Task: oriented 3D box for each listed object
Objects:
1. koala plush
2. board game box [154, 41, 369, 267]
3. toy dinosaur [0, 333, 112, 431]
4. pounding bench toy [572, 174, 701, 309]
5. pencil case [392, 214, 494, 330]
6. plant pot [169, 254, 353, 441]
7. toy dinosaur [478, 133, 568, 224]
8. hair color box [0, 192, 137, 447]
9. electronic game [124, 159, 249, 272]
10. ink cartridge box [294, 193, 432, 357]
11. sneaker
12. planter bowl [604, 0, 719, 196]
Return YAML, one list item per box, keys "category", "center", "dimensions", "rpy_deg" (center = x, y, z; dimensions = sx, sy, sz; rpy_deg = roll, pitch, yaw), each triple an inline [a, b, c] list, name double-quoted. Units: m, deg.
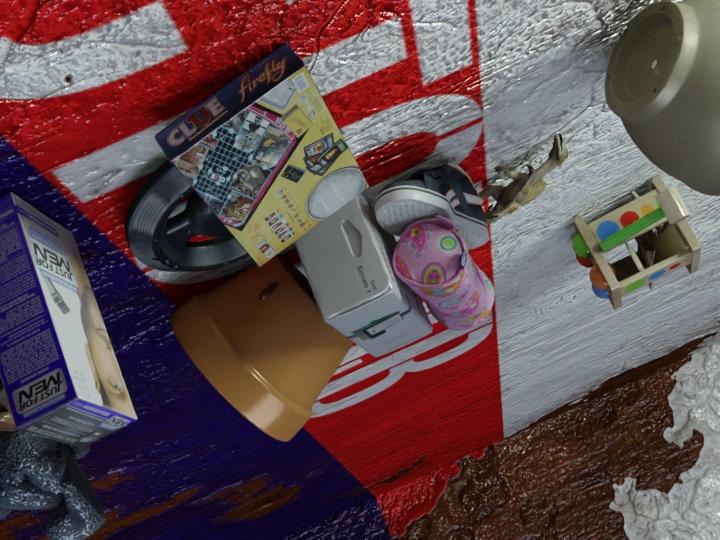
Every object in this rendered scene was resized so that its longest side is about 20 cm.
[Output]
- category: "koala plush"
  center: [-0.446, 0.250, 1.259]
  dimensions: [0.200, 0.178, 0.184]
  rpy_deg: [-22, 141, -2]
- category: "board game box"
  center: [-0.080, -0.095, 0.920]
  dimensions: [0.135, 0.035, 0.200]
  rpy_deg: [-36, 150, -3]
- category: "toy dinosaur"
  center: [-0.370, 0.139, 1.161]
  dimensions: [0.200, 0.086, 0.136]
  rpy_deg: [-27, 156, -1]
- category: "pounding bench toy"
  center: [0.391, -0.045, 1.497]
  dimensions: [0.156, 0.124, 0.200]
  rpy_deg: [-26, 159, 7]
- category: "pencil case"
  center: [0.097, 0.006, 1.154]
  dimensions: [0.087, 0.088, 0.200]
  rpy_deg: [-27, 157, 7]
- category: "plant pot"
  center: [-0.101, 0.075, 1.193]
  dimensions: [0.140, 0.200, 0.200]
  rpy_deg: [-44, 157, 3]
- category: "toy dinosaur"
  center: [0.180, -0.086, 1.265]
  dimensions: [0.101, 0.058, 0.200]
  rpy_deg: [-7, 153, -40]
- category: "hair color box"
  center: [-0.270, 0.044, 0.890]
  dimensions: [0.065, 0.200, 0.109]
  rpy_deg: [-25, 159, 5]
- category: "electronic game"
  center: [-0.131, -0.066, 0.999]
  dimensions: [0.200, 0.042, 0.200]
  rpy_deg: [-25, 154, -13]
- category: "ink cartridge box"
  center: [0.000, 0.000, 1.154]
  dimensions: [0.084, 0.146, 0.200]
  rpy_deg: [-25, 158, 9]
- category: "sneaker"
  center: [0.073, -0.078, 1.143]
  dimensions: [0.078, 0.080, 0.200]
  rpy_deg: [-19, 160, 26]
- category: "planter bowl"
  center: [0.333, -0.191, 1.034]
  dimensions: [0.134, 0.201, 0.200]
  rpy_deg: [18, 141, -21]
